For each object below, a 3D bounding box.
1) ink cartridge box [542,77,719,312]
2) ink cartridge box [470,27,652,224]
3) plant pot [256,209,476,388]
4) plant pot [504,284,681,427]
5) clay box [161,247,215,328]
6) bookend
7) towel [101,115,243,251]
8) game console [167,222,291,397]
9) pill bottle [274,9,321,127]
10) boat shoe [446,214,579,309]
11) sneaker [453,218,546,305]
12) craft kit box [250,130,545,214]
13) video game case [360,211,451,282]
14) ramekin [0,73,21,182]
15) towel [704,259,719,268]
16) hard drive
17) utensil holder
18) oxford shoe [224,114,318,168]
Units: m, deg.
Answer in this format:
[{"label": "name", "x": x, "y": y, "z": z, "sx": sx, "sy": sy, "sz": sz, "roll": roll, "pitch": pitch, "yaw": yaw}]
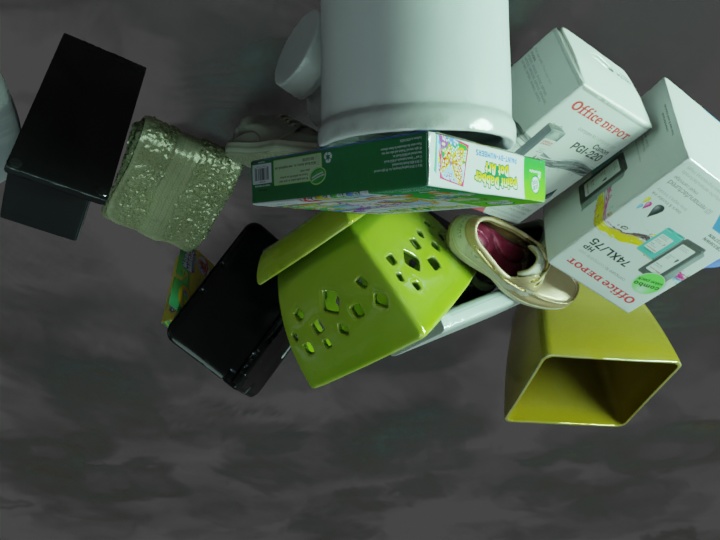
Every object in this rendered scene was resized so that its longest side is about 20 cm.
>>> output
[{"label": "ink cartridge box", "x": 0.337, "y": -0.081, "z": 0.803, "sx": 0.145, "sy": 0.148, "sz": 0.200, "roll": 28, "pitch": 135, "yaw": -19}, {"label": "ink cartridge box", "x": 0.195, "y": -0.150, "z": 0.756, "sx": 0.144, "sy": 0.086, "sz": 0.200, "roll": 12, "pitch": 141, "yaw": -39}, {"label": "plant pot", "x": 0.000, "y": 0.000, "z": 0.856, "sx": 0.199, "sy": 0.199, "sz": 0.183, "roll": -31, "pitch": 96, "yaw": 35}, {"label": "plant pot", "x": 0.328, "y": 0.108, "z": 1.032, "sx": 0.196, "sy": 0.179, "sz": 0.202, "roll": 4, "pitch": 143, "yaw": -6}, {"label": "clay box", "x": -0.225, "y": 0.061, "z": 1.014, "sx": 0.047, "sy": 0.117, "sz": 0.200, "roll": -17, "pitch": 138, "yaw": 23}, {"label": "bookend", "x": -0.318, "y": -0.105, "z": 0.735, "sx": 0.091, "sy": 0.203, "sz": 0.199, "roll": 18, "pitch": 138, "yaw": -22}, {"label": "towel", "x": -0.242, "y": -0.102, "z": 0.871, "sx": 0.146, "sy": 0.037, "sz": 0.200, "roll": 19, "pitch": 138, "yaw": -24}, {"label": "game console", "x": -0.156, "y": 0.063, "z": 0.992, "sx": 0.116, "sy": 0.201, "sz": 0.176, "roll": 34, "pitch": 169, "yaw": 14}, {"label": "pill bottle", "x": 0.013, "y": -0.181, "z": 0.713, "sx": 0.198, "sy": 0.113, "sz": 0.111, "roll": 26, "pitch": 135, "yaw": -30}, {"label": "boat shoe", "x": 0.200, "y": -0.007, "z": 0.844, "sx": 0.197, "sy": 0.075, "sz": 0.069, "roll": 26, "pitch": 170, "yaw": -17}, {"label": "sneaker", "x": 0.182, "y": -0.019, "z": 0.940, "sx": 0.198, "sy": 0.075, "sz": 0.088, "roll": -32, "pitch": 154, "yaw": 22}, {"label": "craft kit box", "x": 0.036, "y": -0.081, "z": 0.618, "sx": 0.198, "sy": 0.050, "sz": 0.196, "roll": 0, "pitch": -176, "yaw": 41}, {"label": "video game case", "x": 0.046, "y": -0.022, "z": 0.992, "sx": 0.141, "sy": 0.019, "sz": 0.199, "roll": 27, "pitch": 135, "yaw": -30}, {"label": "ramekin", "x": -0.437, "y": -0.160, "z": 0.681, "sx": 0.198, "sy": 0.098, "sz": 0.204, "roll": 20, "pitch": 129, "yaw": 27}, {"label": "towel", "x": 0.469, "y": -0.065, "z": 0.939, "sx": 0.142, "sy": 0.024, "sz": 0.202, "roll": -3, "pitch": 142, "yaw": 1}, {"label": "hard drive", "x": 0.145, "y": 0.060, "z": 0.917, "sx": 0.198, "sy": 0.027, "sz": 0.132, "roll": -18, "pitch": 169, "yaw": -34}, {"label": "utensil holder", "x": 0.046, "y": -0.203, "z": 0.570, "sx": 0.166, "sy": 0.204, "sz": 0.170, "roll": -1, "pitch": -179, "yaw": 0}, {"label": "oxford shoe", "x": -0.077, "y": -0.141, "z": 0.744, "sx": 0.198, "sy": 0.059, "sz": 0.075, "roll": 14, "pitch": 171, "yaw": 43}]
